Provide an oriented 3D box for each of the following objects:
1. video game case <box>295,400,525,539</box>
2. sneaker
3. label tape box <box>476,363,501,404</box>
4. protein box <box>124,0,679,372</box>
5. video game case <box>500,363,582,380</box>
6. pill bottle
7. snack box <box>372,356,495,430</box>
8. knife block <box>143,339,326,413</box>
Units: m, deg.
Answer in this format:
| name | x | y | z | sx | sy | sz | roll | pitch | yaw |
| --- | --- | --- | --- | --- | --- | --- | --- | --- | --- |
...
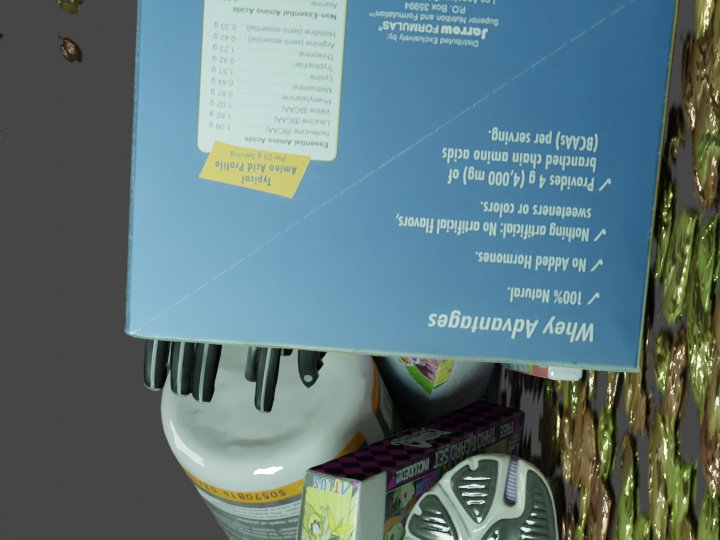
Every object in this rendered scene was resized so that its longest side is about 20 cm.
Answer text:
| name | x | y | z | sx | sy | sz | roll | pitch | yaw |
| --- | --- | --- | --- | --- | --- | --- | --- | --- | --- |
| video game case | 0.024 | 0.173 | 1.043 | 0.200 | 0.036 | 0.183 | -12 | -70 | -62 |
| sneaker | 0.054 | 0.175 | 1.006 | 0.084 | 0.080 | 0.201 | -60 | -20 | -64 |
| label tape box | 0.014 | 0.057 | 1.215 | 0.066 | 0.142 | 0.202 | 81 | -168 | -74 |
| protein box | 0.015 | -0.081 | 0.781 | 0.135 | 0.197 | 0.202 | -92 | 6 | -75 |
| video game case | 0.092 | -0.019 | 1.008 | 0.200 | 0.017 | 0.144 | 144 | 129 | -88 |
| pill bottle | -0.025 | 0.115 | 1.095 | 0.201 | 0.115 | 0.117 | 66 | -160 | -49 |
| snack box | 0.000 | 0.000 | 1.092 | 0.068 | 0.169 | 0.200 | -41 | -14 | -15 |
| knife block | -0.069 | -0.030 | 0.943 | 0.200 | 0.175 | 0.064 | 51 | -149 | -24 |
